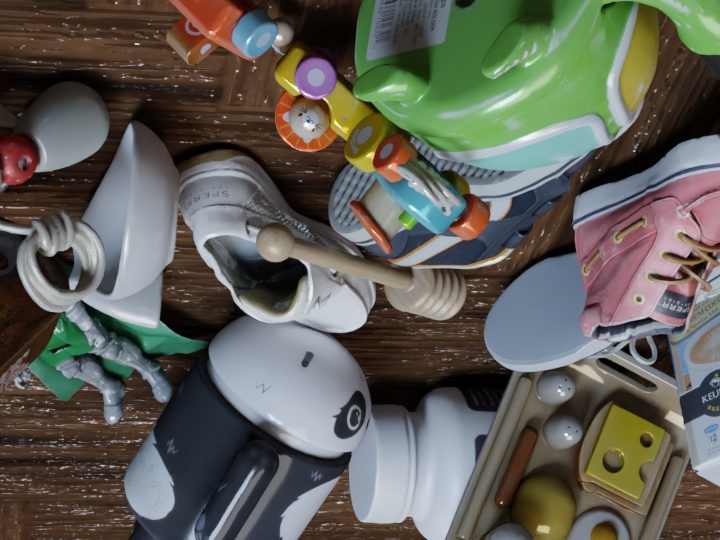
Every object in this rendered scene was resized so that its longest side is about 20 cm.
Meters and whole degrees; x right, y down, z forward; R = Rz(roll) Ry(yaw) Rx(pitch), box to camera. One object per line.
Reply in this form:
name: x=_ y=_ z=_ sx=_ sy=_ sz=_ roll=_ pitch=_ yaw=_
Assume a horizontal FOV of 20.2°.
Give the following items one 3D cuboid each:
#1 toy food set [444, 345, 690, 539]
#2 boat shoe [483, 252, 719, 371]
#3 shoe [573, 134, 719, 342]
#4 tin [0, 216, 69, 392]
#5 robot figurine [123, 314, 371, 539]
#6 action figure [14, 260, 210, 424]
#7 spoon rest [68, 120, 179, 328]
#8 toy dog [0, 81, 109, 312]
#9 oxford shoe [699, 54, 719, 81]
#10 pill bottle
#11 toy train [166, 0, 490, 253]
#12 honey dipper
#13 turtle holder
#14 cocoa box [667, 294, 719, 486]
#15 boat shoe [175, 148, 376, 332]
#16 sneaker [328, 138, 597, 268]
toy food set: x=0.151 y=0.152 z=1.367 sx=0.143 sy=0.202 sz=0.060 roll=27 pitch=166 yaw=-9
boat shoe: x=0.180 y=0.014 z=1.307 sx=0.201 sy=0.075 sz=0.086 roll=-32 pitch=145 yaw=20
shoe: x=0.191 y=-0.016 z=1.178 sx=0.071 sy=0.092 sz=0.200 roll=7 pitch=165 yaw=-27
tin: x=-0.233 y=0.027 z=1.080 sx=0.111 sy=0.200 sz=0.042 roll=33 pitch=121 yaw=4
robot figurine: x=-0.076 y=0.124 z=1.334 sx=0.124 sy=0.150 sz=0.201 roll=19 pitch=111 yaw=-42
action figure: x=-0.194 y=0.036 z=1.283 sx=0.117 sy=0.055 sz=0.200 roll=-25 pitch=144 yaw=18
spoon rest: x=-0.140 y=-0.016 z=1.182 sx=0.060 sy=0.100 sz=0.200 roll=4 pitch=159 yaw=-7
toy dog: x=-0.231 y=-0.045 z=1.067 sx=0.096 sy=0.133 sz=0.199 roll=8 pitch=-173 yaw=39
oxford shoe: x=0.195 y=-0.153 z=1.055 sx=0.071 sy=0.071 sz=0.200 roll=-42 pitch=142 yaw=6
pill bottle: x=0.096 y=0.140 z=1.445 sx=0.198 sy=0.112 sz=0.112 roll=3 pitch=147 yaw=-14
toy train: x=-0.025 y=-0.076 z=1.030 sx=0.056 sy=0.200 sz=0.150 roll=-48 pitch=161 yaw=9
honey dipper: x=0.000 y=0.000 z=1.226 sx=0.038 sy=0.038 sz=0.199 roll=-25 pitch=159 yaw=28
turtle holder: x=0.093 y=-0.125 z=0.999 sx=0.185 sy=0.142 sz=0.131 roll=-36 pitch=138 yaw=20
cocoa box: x=0.322 y=0.059 z=1.336 sx=0.199 sy=0.132 sz=0.133 roll=-28 pitch=142 yaw=31
boat shoe: x=-0.051 y=0.003 z=1.237 sx=0.070 sy=0.070 sz=0.200 roll=-23 pitch=146 yaw=22
sneaker: x=0.077 y=-0.056 z=1.161 sx=0.079 sy=0.079 sz=0.199 roll=29 pitch=146 yaw=-36
